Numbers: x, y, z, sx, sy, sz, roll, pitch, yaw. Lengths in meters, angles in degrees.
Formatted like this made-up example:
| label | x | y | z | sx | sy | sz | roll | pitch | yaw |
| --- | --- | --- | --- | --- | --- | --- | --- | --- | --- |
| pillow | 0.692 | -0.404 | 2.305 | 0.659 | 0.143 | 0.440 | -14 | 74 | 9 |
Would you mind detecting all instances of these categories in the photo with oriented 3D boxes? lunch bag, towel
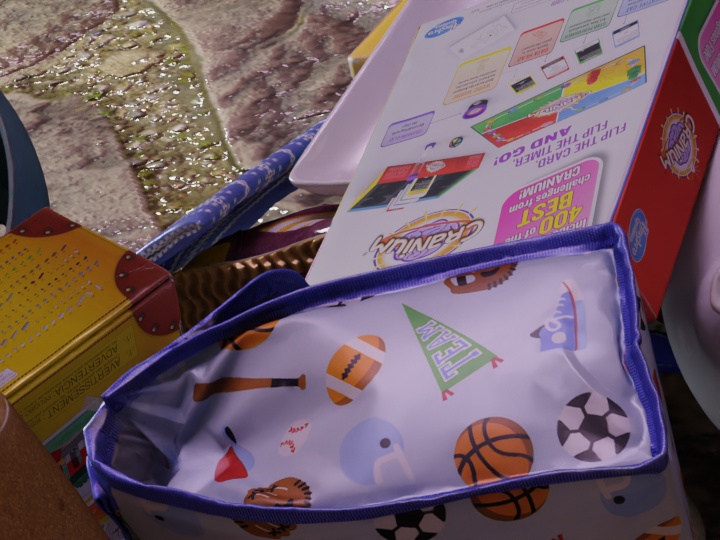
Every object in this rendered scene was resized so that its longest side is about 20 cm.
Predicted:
| label | x | y | z | sx | sy | sz | roll | pitch | yaw |
| --- | --- | --- | --- | --- | --- | --- | --- | --- | --- |
| lunch bag | 0.015 | 0.083 | 1.035 | 0.199 | 0.170 | 0.124 | -13 | 51 | 6 |
| towel | -0.069 | -0.019 | 1.346 | 0.145 | 0.024 | 0.200 | -36 | 1 | 34 |

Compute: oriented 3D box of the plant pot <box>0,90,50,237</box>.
| label | x | y | z | sx | sy | sz | roll | pitch | yaw |
| --- | --- | --- | --- | --- | --- | --- | --- | --- | --- |
| plant pot | -0.234 | -0.016 | 1.441 | 0.199 | 0.202 | 0.135 | -5 | -12 | 18 |

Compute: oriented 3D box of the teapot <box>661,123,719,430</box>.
| label | x | y | z | sx | sy | sz | roll | pitch | yaw |
| --- | --- | --- | --- | --- | --- | --- | --- | --- | --- |
| teapot | 0.222 | -0.010 | 1.107 | 0.146 | 0.197 | 0.201 | -49 | 18 | 59 |

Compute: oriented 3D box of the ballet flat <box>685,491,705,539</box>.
| label | x | y | z | sx | sy | sz | roll | pitch | yaw |
| --- | --- | --- | --- | --- | --- | --- | --- | --- | --- |
| ballet flat | 0.076 | 0.068 | 1.200 | 0.067 | 0.063 | 0.200 | -21 | 24 | -18 |

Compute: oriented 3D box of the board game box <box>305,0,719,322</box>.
| label | x | y | z | sx | sy | sz | roll | pitch | yaw |
| --- | --- | --- | --- | --- | --- | --- | --- | --- | --- |
| board game box | 0.066 | -0.044 | 1.137 | 0.152 | 0.040 | 0.201 | -16 | 34 | 34 |

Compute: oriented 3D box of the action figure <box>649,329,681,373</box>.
| label | x | y | z | sx | sy | sz | roll | pitch | yaw |
| --- | --- | --- | --- | --- | --- | --- | --- | --- | --- |
| action figure | 0.171 | 0.029 | 1.190 | 0.199 | 0.066 | 0.052 | 9 | -1 | -10 |

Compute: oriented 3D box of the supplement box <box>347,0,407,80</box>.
| label | x | y | z | sx | sy | sz | roll | pitch | yaw |
| --- | --- | --- | --- | --- | --- | --- | --- | --- | --- |
| supplement box | 0.112 | -0.070 | 1.418 | 0.199 | 0.132 | 0.103 | -2 | 26 | 25 |

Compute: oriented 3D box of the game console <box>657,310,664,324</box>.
| label | x | y | z | sx | sy | sz | roll | pitch | yaw |
| --- | --- | --- | --- | --- | --- | --- | --- | --- | --- |
| game console | 0.191 | -0.076 | 1.270 | 0.199 | 0.031 | 0.178 | -23 | 58 | 7 |

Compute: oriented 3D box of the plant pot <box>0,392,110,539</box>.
| label | x | y | z | sx | sy | sz | roll | pitch | yaw |
| --- | --- | --- | --- | --- | --- | --- | --- | --- | --- |
| plant pot | -0.137 | 0.144 | 0.959 | 0.185 | 0.201 | 0.187 | -11 | 22 | 5 |

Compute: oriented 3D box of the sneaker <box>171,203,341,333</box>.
| label | x | y | z | sx | sy | sz | roll | pitch | yaw |
| --- | --- | --- | --- | --- | --- | --- | --- | --- | --- |
| sneaker | 0.000 | 0.000 | 1.267 | 0.199 | 0.075 | 0.090 | -3 | 24 | 39 |

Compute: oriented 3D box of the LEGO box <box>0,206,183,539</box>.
| label | x | y | z | sx | sy | sz | roll | pitch | yaw |
| --- | --- | --- | --- | --- | --- | --- | --- | --- | --- |
| LEGO box | -0.154 | 0.095 | 1.102 | 0.077 | 0.150 | 0.200 | 26 | 49 | 35 |

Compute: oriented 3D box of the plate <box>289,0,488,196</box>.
| label | x | y | z | sx | sy | sz | roll | pitch | yaw |
| --- | --- | --- | --- | --- | --- | --- | --- | --- | --- |
| plate | 0.093 | -0.094 | 1.272 | 0.199 | 0.032 | 0.200 | 0 | 43 | 37 |
